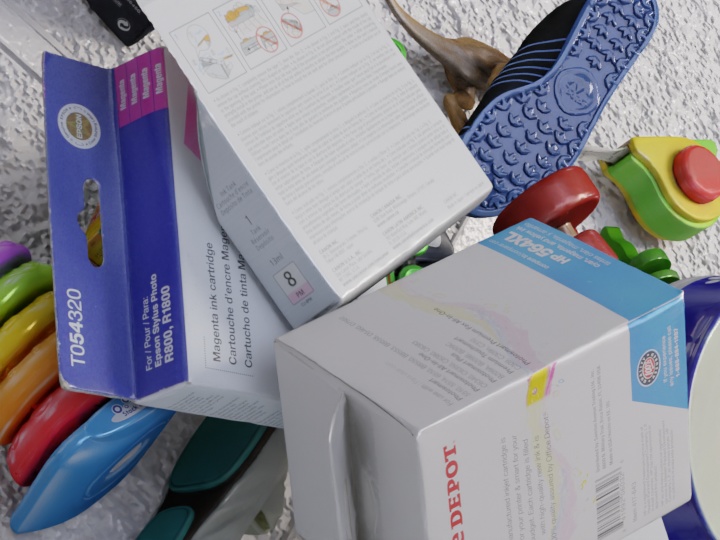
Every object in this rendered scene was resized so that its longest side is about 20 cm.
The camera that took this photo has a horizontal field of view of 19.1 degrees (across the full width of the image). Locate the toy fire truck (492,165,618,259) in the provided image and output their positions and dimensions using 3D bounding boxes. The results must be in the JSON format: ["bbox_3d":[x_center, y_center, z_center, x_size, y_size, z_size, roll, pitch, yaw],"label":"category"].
[{"bbox_3d":[0.088,0.039,1.287,0.167,0.200,0.113,-32,78,-11],"label":"toy fire truck"}]

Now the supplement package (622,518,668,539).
[{"bbox_3d":[0.100,0.213,1.207,0.155,0.110,0.201,-35,111,-42],"label":"supplement package"}]

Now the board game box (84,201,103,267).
[{"bbox_3d":[-0.103,-0.033,1.245,0.095,0.030,0.201,37,35,-16],"label":"board game box"}]

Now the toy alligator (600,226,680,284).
[{"bbox_3d":[0.204,0.056,1.447,0.059,0.054,0.202,2,66,-35],"label":"toy alligator"}]

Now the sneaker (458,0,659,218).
[{"bbox_3d":[0.116,-0.107,1.388,0.070,0.078,0.200,45,71,-8],"label":"sneaker"}]

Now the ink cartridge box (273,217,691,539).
[{"bbox_3d":[0.054,0.081,1.089,0.199,0.125,0.130,-23,123,-29],"label":"ink cartridge box"}]

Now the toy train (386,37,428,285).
[{"bbox_3d":[0.005,-0.057,1.266,0.056,0.042,0.202,6,59,-18],"label":"toy train"}]

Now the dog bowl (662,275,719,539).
[{"bbox_3d":[0.252,0.103,1.399,0.199,0.078,0.202,2,87,-39],"label":"dog bowl"}]

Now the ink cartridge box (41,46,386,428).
[{"bbox_3d":[-0.072,-0.018,1.144,0.199,0.043,0.198,13,59,-38],"label":"ink cartridge box"}]

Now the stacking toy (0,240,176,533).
[{"bbox_3d":[-0.190,0.028,1.149,0.200,0.110,0.116,47,49,8],"label":"stacking toy"}]

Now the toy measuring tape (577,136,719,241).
[{"bbox_3d":[0.193,-0.054,1.488,0.199,0.073,0.074,-3,69,-38],"label":"toy measuring tape"}]

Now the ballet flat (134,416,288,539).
[{"bbox_3d":[-0.082,0.141,1.191,0.069,0.069,0.201,41,53,-12],"label":"ballet flat"}]

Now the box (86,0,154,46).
[{"bbox_3d":[-0.076,-0.267,1.307,0.123,0.198,0.200,48,49,-5],"label":"box"}]

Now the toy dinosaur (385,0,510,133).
[{"bbox_3d":[0.071,-0.139,1.458,0.199,0.060,0.107,19,44,-40],"label":"toy dinosaur"}]

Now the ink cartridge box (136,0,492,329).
[{"bbox_3d":[-0.033,-0.087,1.158,0.201,0.057,0.162,52,42,2],"label":"ink cartridge box"}]

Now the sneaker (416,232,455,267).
[{"bbox_3d":[0.000,0.000,1.305,0.129,0.080,0.200,31,42,-10],"label":"sneaker"}]
